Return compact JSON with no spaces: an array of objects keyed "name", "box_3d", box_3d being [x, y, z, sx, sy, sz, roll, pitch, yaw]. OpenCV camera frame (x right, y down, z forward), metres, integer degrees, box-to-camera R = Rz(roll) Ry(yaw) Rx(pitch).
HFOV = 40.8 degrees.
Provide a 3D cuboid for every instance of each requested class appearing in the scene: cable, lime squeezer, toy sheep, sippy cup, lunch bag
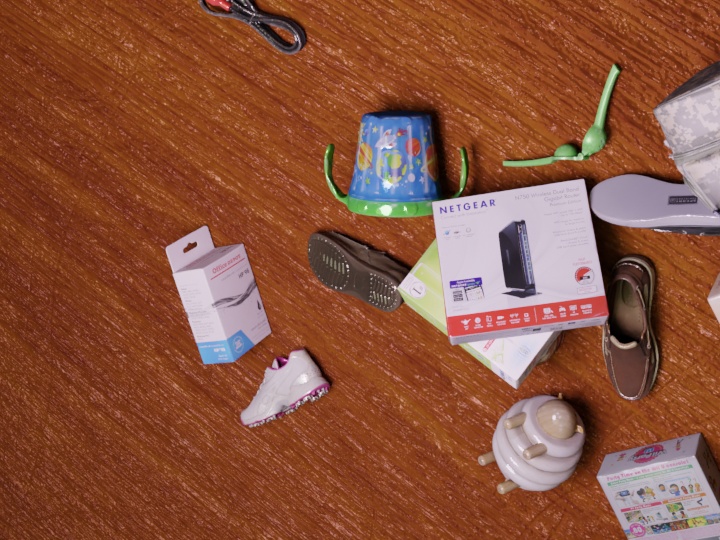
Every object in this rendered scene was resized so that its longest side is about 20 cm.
[{"name":"cable","box_3d":[-0.170,-0.369,1.384,0.200,0.050,0.097,48,125,5]},{"name":"lime squeezer","box_3d":[0.265,-0.166,1.225,0.071,0.038,0.200,50,128,2]},{"name":"toy sheep","box_3d":[0.245,0.249,1.367,0.138,0.138,0.201,39,137,10]},{"name":"sippy cup","box_3d":[0.048,-0.148,1.313,0.139,0.176,0.132,-150,57,-66]},{"name":"lunch bag","box_3d":[0.420,-0.142,1.042,0.139,0.200,0.169,-25,96,37]}]

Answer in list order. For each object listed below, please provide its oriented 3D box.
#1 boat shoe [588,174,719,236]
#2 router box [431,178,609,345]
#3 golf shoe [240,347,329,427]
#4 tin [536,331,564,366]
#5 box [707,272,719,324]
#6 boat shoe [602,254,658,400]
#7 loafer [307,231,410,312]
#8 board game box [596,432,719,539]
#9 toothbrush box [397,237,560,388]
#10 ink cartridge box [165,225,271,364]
[{"name":"boat shoe","box_3d":[0.379,-0.072,1.184,0.198,0.069,0.057,7,153,34]},{"name":"router box","box_3d":[0.198,-0.010,1.226,0.198,0.049,0.182,-9,73,6]},{"name":"golf shoe","box_3d":[-0.135,0.197,1.617,0.199,0.075,0.092,-32,78,35]},{"name":"tin","box_3d":[0.191,0.063,1.373,0.199,0.042,0.113,26,127,18]},{"name":"box","box_3d":[0.518,0.017,1.122,0.199,0.095,0.078,-26,97,35]},{"name":"boat shoe","box_3d":[0.345,0.085,1.266,0.074,0.075,0.205,2,112,30]},{"name":"loafer","box_3d":[0.000,0.000,1.443,0.199,0.067,0.077,34,123,33]},{"name":"board game box","box_3d":[0.437,0.339,1.333,0.147,0.064,0.201,-22,101,35]},{"name":"toothbrush box","box_3d":[0.172,0.035,1.289,0.199,0.086,0.146,38,85,16]},{"name":"ink cartridge box","box_3d":[-0.227,0.035,1.560,0.066,0.116,0.202,-6,108,33]}]
